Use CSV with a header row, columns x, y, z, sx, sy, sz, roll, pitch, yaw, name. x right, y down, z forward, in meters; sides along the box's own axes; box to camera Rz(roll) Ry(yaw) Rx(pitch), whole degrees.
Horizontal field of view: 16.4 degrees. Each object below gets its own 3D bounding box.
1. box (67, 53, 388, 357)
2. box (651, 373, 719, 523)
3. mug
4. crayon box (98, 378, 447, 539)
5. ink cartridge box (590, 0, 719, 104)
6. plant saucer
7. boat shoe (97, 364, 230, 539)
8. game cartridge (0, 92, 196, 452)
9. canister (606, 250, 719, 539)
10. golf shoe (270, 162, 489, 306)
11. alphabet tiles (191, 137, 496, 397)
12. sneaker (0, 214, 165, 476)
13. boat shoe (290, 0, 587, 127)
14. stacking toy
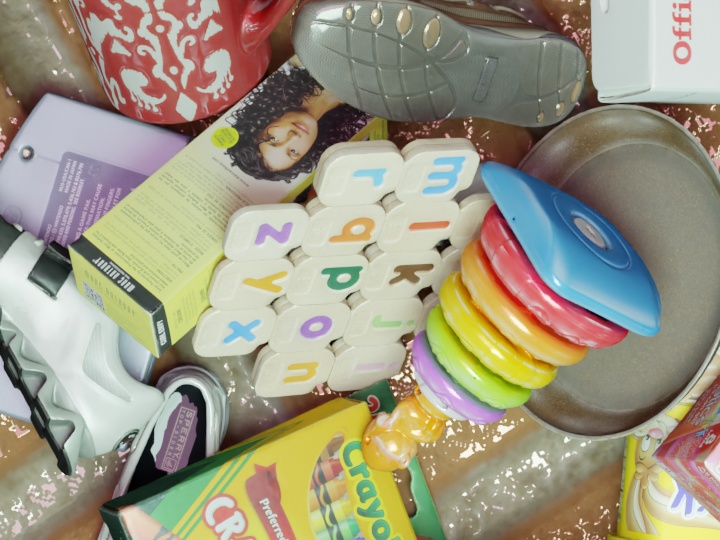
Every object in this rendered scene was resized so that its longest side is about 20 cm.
x,y,z,sx,sy,sz,roll,pitch,yaw,name
-0.076,-0.043,1.486,0.075,0.050,0.200,36,66,23,box
0.278,0.139,1.429,0.200,0.103,0.095,43,81,-7,box
-0.111,-0.185,1.453,0.133,0.201,0.177,-37,49,-23,mug
-0.041,0.160,1.510,0.199,0.051,0.128,-24,99,-19,crayon box
0.244,-0.174,1.494,0.198,0.084,0.147,-1,91,-18,ink cartridge box
0.153,0.003,1.500,0.199,0.032,0.202,-12,73,44,plant saucer
-0.124,0.158,1.540,0.071,0.066,0.201,19,90,1,boat shoe
-0.179,-0.002,1.558,0.132,0.041,0.201,17,90,-2,game cartridge
0.231,0.094,1.523,0.147,0.087,0.202,5,89,1,canister
-0.010,-0.033,1.536,0.199,0.075,0.092,-24,85,0,golf shoe
0.000,0.000,1.481,0.194,0.201,0.015,-4,46,-25,alphabet tiles
-0.188,0.017,1.513,0.088,0.074,0.201,-29,88,-17,sneaker
0.040,-0.132,1.502,0.199,0.072,0.076,11,114,-32,boat shoe
0.070,0.048,1.459,0.109,0.116,0.200,24,116,-41,stacking toy
